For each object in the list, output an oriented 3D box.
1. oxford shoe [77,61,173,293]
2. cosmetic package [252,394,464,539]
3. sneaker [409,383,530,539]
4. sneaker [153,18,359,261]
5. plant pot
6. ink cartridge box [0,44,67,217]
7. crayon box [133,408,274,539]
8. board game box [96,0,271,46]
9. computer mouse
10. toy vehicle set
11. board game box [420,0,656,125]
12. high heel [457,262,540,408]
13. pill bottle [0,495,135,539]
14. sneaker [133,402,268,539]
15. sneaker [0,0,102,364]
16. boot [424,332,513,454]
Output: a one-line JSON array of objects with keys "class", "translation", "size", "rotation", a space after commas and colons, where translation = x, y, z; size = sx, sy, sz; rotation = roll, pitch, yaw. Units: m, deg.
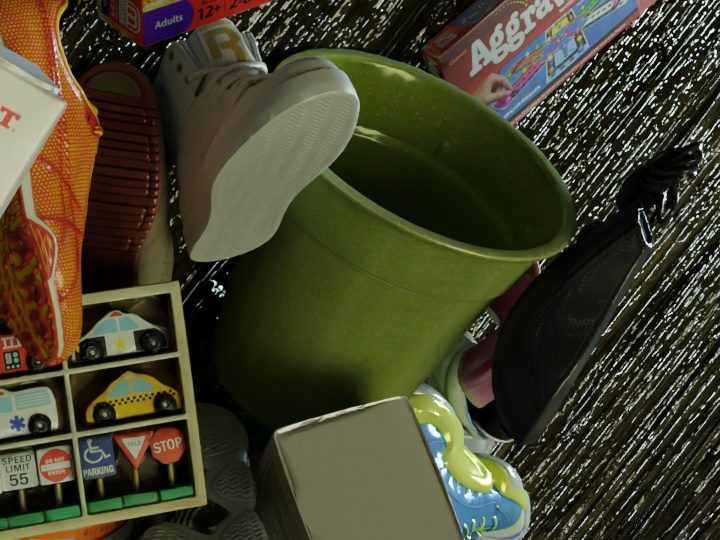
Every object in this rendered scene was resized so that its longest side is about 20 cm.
[{"class": "oxford shoe", "translation": [-0.140, -0.029, 1.185], "size": [0.075, 0.070, 0.200], "rotation": [-51, 153, -63]}, {"class": "cosmetic package", "translation": [-0.014, 0.160, 1.253], "size": [0.087, 0.104, 0.200], "rotation": [-15, 163, -17]}, {"class": "sneaker", "translation": [0.048, 0.161, 1.401], "size": [0.200, 0.076, 0.105], "rotation": [47, 48, -42]}, {"class": "sneaker", "translation": [-0.067, -0.093, 1.114], "size": [0.074, 0.116, 0.200], "rotation": [-9, 162, -25]}, {"class": "plant pot", "translation": [0.000, 0.000, 1.263], "size": [0.200, 0.200, 0.190], "rotation": [-6, 135, -45]}, {"class": "ink cartridge box", "translation": [-0.252, -0.039, 0.975], "size": [0.145, 0.084, 0.200], "rotation": [30, 96, -22]}, {"class": "crayon box", "translation": [-0.062, 0.152, 1.403], "size": [0.200, 0.052, 0.126], "rotation": [-17, 129, -38]}, {"class": "board game box", "translation": [-0.069, -0.234, 1.098], "size": [0.151, 0.046, 0.200], "rotation": [-26, 134, -33]}, {"class": "computer mouse", "translation": [0.129, 0.009, 1.239], "size": [0.200, 0.053, 0.139], "rotation": [-59, 178, -10]}, {"class": "toy vehicle set", "translation": [-0.188, 0.081, 1.121], "size": [0.199, 0.027, 0.125], "rotation": [-9, 93, -16]}, {"class": "board game box", "translation": [0.127, -0.169, 1.385], "size": [0.200, 0.019, 0.103], "rotation": [-41, 140, -16]}, {"class": "high heel", "translation": [0.118, 0.009, 1.385], "size": [0.096, 0.200, 0.067], "rotation": [-31, 107, 26]}, {"class": "pill bottle", "translation": [-0.195, 0.188, 1.234], "size": [0.114, 0.114, 0.200], "rotation": [-17, 129, -39]}, {"class": "sneaker", "translation": [-0.095, 0.178, 1.212], "size": [0.075, 0.200, 0.115], "rotation": [2, 125, -8]}, {"class": "sneaker", "translation": [-0.162, -0.050, 1.077], "size": [0.077, 0.073, 0.201], "rotation": [-16, 107, -40]}, {"class": "boot", "translation": [0.074, 0.101, 1.473], "size": [0.074, 0.096, 0.200], "rotation": [-45, 142, -11]}]
